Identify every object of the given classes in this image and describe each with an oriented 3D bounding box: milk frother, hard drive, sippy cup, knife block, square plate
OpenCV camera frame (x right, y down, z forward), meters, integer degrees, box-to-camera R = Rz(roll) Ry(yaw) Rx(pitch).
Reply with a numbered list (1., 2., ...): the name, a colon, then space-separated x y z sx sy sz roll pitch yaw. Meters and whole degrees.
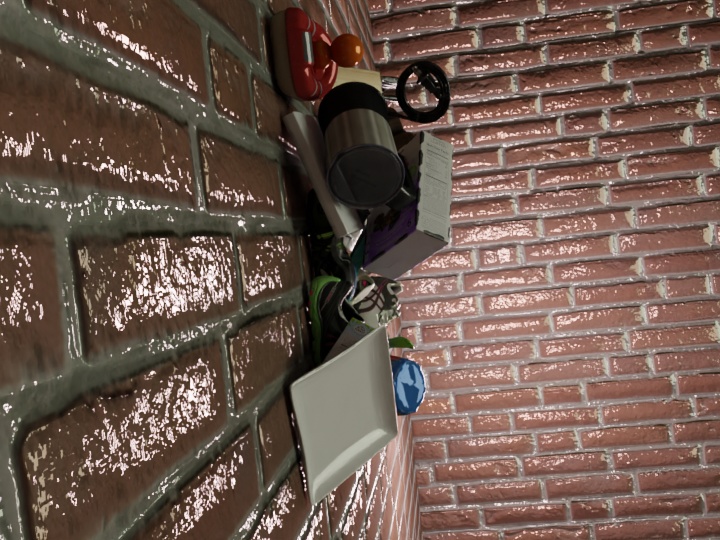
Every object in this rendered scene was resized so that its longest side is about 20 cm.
1. milk frother: 0.045 -0.215 1.218 0.200 0.180 0.188 -53 -150 32
2. hard drive: -0.056 -0.150 1.252 0.201 0.027 0.132 66 12 -2
3. sippy cup: 0.041 0.207 1.423 0.139 0.130 0.179 8 82 -47
4. knife block: 0.008 -0.391 1.685 0.200 0.175 0.064 18 66 -83
5. square plate: -0.023 0.201 1.132 0.198 0.028 0.201 -30 122 -42

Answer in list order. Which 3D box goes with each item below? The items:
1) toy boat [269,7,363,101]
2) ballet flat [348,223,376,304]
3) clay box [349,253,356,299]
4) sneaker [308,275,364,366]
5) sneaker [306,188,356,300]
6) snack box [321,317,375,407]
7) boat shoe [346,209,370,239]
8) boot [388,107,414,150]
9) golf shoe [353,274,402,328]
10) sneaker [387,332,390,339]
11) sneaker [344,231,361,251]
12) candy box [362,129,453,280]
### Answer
1. toy boat: -0.060 -0.335 1.227 0.200 0.130 0.131 -57 141 -80
2. ballet flat: 0.000 0.000 1.394 0.200 0.070 0.067 -59 173 -31
3. clay box: -0.033 0.042 1.505 0.200 0.047 0.115 -71 155 -76
4. sneaker: -0.034 0.104 1.270 0.077 0.083 0.201 -81 166 -62
5. sneaker: -0.057 -0.045 1.309 0.083 0.070 0.200 17 61 -78
6. snack box: -0.014 0.184 1.245 0.142 0.053 0.200 -55 155 -23
7. boat shoe: -0.029 -0.092 1.424 0.200 0.075 0.062 180 -81 -69
8. boot: 0.083 -0.213 1.591 0.155 0.076 0.200 66 3 -46
9. golf shoe: 0.030 0.074 1.458 0.200 0.088 0.077 -82 169 -51
10. sneaker: 0.010 0.101 1.635 0.200 0.079 0.074 -111 -172 -54
11. sneaker: 0.001 -0.106 1.630 0.078 0.099 0.200 46 15 -12
12. candy box: 0.080 -0.109 1.350 0.168 0.071 0.201 -37 -139 51
